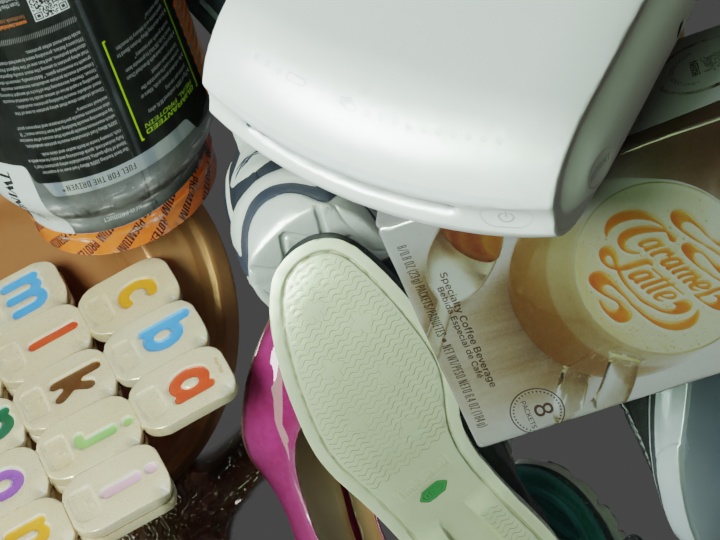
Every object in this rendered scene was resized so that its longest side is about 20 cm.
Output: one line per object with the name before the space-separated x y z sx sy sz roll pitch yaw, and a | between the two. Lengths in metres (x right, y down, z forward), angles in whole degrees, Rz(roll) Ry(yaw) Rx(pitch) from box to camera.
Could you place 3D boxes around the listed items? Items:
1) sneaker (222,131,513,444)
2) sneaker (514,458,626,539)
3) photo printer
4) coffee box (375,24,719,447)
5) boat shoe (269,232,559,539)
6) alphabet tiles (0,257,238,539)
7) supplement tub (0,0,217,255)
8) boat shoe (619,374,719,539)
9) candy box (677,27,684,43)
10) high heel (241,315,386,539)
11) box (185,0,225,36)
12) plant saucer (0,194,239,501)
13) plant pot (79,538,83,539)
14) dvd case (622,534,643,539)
sneaker | 0.000 0.000 1.244 0.079 0.199 0.130 -39 39 14
sneaker | 0.088 0.187 1.245 0.077 0.080 0.202 -8 90 28
photo printer | 0.043 -0.109 1.050 0.165 0.070 0.201 21 63 20
coffee box | 0.120 -0.021 1.094 0.199 0.080 0.115 -19 117 15
boat shoe | 0.020 0.066 1.171 0.072 0.068 0.201 -31 111 7
alphabet tiles | -0.160 0.072 1.279 0.195 0.015 0.200 -29 39 -6
supplement tub | -0.141 -0.112 1.264 0.122 0.123 0.201 4 134 27
boat shoe | 0.135 0.028 1.206 0.068 0.073 0.201 10 121 48
candy box | 0.082 -0.180 1.163 0.114 0.055 0.202 4 70 0
high heel | -0.001 0.108 1.292 0.096 0.067 0.202 12 115 36
box | 0.012 -0.166 1.269 0.158 0.051 0.200 47 113 14
plant saucer | -0.155 0.027 1.384 0.199 0.037 0.202 2 95 27
plant pot | -0.135 0.220 1.264 0.198 0.180 0.201 -10 47 11
dvd case | 0.126 0.237 1.205 0.142 0.018 0.200 -37 95 3
